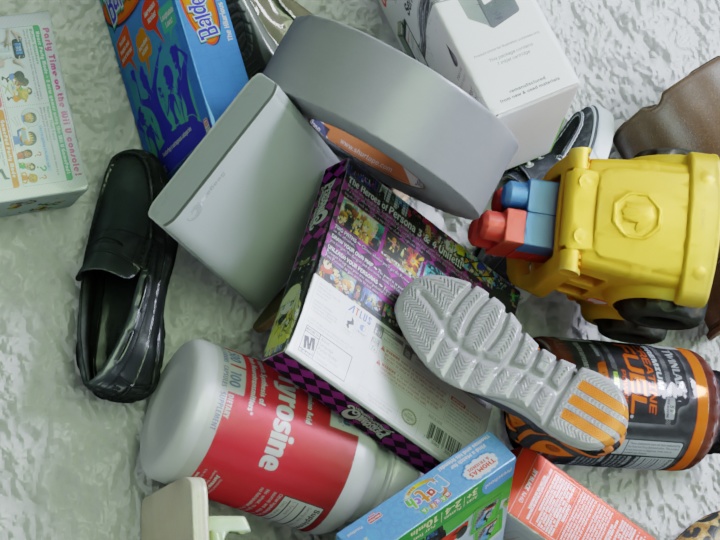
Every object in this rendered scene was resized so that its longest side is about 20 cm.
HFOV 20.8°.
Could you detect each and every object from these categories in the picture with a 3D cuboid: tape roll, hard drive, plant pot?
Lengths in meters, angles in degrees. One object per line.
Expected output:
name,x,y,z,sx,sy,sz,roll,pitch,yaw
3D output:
tape roll,0.020,-0.117,1.503,0.200,0.200,0.066,32,85,-13
hard drive,-0.077,-0.055,1.495,0.026,0.200,0.132,36,85,25
plant pot,0.334,-0.075,1.708,0.200,0.200,0.199,-27,80,-28

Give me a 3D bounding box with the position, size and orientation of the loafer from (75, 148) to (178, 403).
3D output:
loafer,-0.183,0.000,1.504,0.070,0.068,0.202,27,62,-59

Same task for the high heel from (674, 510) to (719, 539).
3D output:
high heel,0.353,0.227,1.649,0.199,0.142,0.072,-9,80,-26

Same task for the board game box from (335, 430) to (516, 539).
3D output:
board game box,0.045,0.230,1.488,0.151,0.201,0.037,-31,57,-28

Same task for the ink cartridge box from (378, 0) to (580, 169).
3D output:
ink cartridge box,0.092,-0.195,1.621,0.084,0.146,0.201,-22,73,-12

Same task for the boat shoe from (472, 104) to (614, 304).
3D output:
boat shoe,0.152,-0.069,1.686,0.068,0.072,0.201,34,72,-14

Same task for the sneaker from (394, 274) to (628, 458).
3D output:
sneaker,0.109,0.086,1.493,0.200,0.112,0.078,37,75,11

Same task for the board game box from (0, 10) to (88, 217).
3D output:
board game box,-0.321,-0.110,1.483,0.199,0.064,0.148,-9,81,-25

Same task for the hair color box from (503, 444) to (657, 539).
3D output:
hair color box,0.173,0.227,1.587,0.200,0.111,0.064,37,64,-11

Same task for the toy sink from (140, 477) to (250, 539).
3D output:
toy sink,-0.090,0.260,1.449,0.111,0.130,0.201,2,74,-24

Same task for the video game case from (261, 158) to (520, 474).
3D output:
video game case,0.029,0.042,1.508,0.200,0.036,0.182,36,54,-28

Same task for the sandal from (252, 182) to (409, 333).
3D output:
sandal,0.003,-0.001,1.595,0.070,0.078,0.212,47,56,-11

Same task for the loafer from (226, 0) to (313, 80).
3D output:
loafer,-0.073,-0.194,1.619,0.070,0.075,0.201,-38,102,-33

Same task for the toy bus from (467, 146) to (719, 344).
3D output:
toy bus,0.177,-0.024,1.569,0.191,0.200,0.137,7,78,-8

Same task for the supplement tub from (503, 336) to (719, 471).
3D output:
supplement tub,0.227,0.113,1.645,0.199,0.107,0.108,5,74,-23

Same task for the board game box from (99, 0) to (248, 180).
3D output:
board game box,-0.148,-0.183,1.531,0.045,0.152,0.201,-13,81,-26

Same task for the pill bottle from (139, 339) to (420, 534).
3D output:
pill bottle,-0.059,0.136,1.504,0.199,0.112,0.113,21,68,-21
